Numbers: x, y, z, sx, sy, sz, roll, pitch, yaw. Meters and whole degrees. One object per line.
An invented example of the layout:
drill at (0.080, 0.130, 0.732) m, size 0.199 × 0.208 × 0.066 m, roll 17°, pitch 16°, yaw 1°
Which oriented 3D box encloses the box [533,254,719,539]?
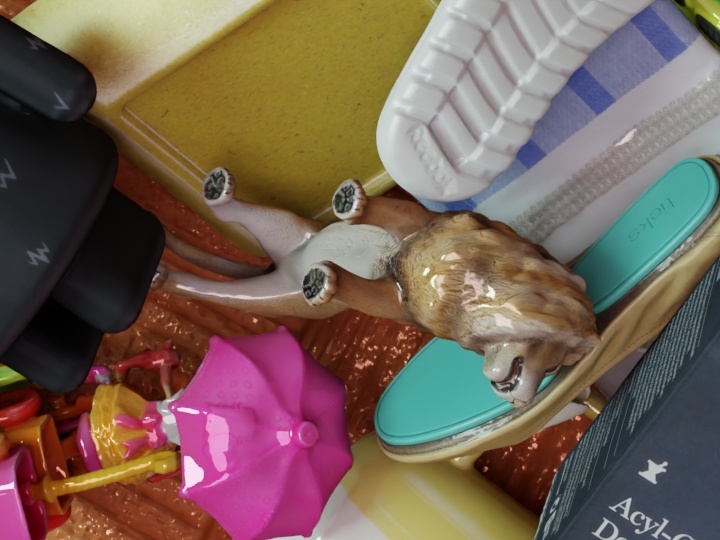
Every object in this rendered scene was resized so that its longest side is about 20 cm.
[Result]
box at (0.184, 0.077, 1.165) m, size 0.148 × 0.107 × 0.200 m, roll 32°, pitch 117°, yaw -3°

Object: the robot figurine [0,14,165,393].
robot figurine at (-0.180, -0.033, 1.176) m, size 0.200 × 0.125 × 0.150 m, roll 34°, pitch 85°, yaw -14°

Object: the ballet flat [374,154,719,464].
ballet flat at (0.097, 0.030, 1.239) m, size 0.200 × 0.069 × 0.063 m, roll -37°, pitch 132°, yaw 18°

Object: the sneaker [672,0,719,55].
sneaker at (0.221, -0.098, 1.246) m, size 0.200 × 0.074 × 0.084 m, roll 27°, pitch 81°, yaw 7°

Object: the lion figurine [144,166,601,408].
lion figurine at (0.000, 0.000, 1.214) m, size 0.200 × 0.122 × 0.073 m, roll 16°, pitch 89°, yaw 47°

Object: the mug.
mug at (0.043, 0.143, 1.307) m, size 0.153 × 0.149 × 0.187 m, roll 45°, pitch 68°, yaw 8°

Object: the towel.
towel at (0.128, -0.020, 1.261) m, size 0.147 × 0.024 × 0.200 m, roll -37°, pitch 115°, yaw 15°

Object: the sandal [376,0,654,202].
sandal at (0.072, -0.121, 1.189) m, size 0.082 × 0.050 × 0.203 m, roll 41°, pitch 90°, yaw -24°

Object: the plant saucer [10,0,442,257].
plant saucer at (-0.021, -0.088, 1.232) m, size 0.200 × 0.200 × 0.049 m, roll -33°, pitch 50°, yaw 16°

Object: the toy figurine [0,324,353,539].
toy figurine at (-0.091, 0.078, 1.273) m, size 0.184 × 0.200 × 0.150 m, roll -11°, pitch 103°, yaw 11°
